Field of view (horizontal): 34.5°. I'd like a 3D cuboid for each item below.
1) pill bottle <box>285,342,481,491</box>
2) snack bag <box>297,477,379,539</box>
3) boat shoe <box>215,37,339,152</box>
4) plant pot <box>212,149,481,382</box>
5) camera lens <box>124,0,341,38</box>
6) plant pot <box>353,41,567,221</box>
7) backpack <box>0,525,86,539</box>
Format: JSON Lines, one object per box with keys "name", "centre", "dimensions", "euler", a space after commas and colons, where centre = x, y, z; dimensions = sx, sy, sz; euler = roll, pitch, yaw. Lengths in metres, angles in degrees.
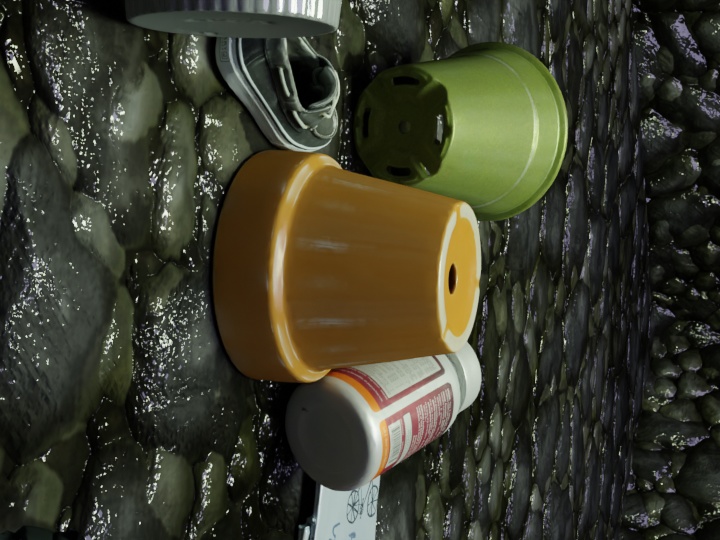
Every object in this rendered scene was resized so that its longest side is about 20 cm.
{"name": "pill bottle", "centre": [0.028, 0.127, 1.122], "dimensions": [0.199, 0.109, 0.111], "euler": [-22, 114, -50]}
{"name": "snack bag", "centre": [-0.021, 0.259, 1.197], "dimensions": [0.188, 0.021, 0.202], "euler": [18, 77, -69]}
{"name": "boat shoe", "centre": [-0.052, -0.150, 0.987], "dimensions": [0.200, 0.070, 0.073], "euler": [32, 63, -67]}
{"name": "plant pot", "centre": [0.000, 0.000, 0.991], "dimensions": [0.200, 0.182, 0.202], "euler": [3, 90, -68]}
{"name": "camera lens", "centre": [-0.083, -0.265, 0.772], "dimensions": [0.160, 0.159, 0.202], "euler": [-9, 101, -68]}
{"name": "plant pot", "centre": [0.092, -0.149, 1.238], "dimensions": [0.189, 0.199, 0.202], "euler": [-8, 101, -56]}
{"name": "backpack", "centre": [-0.167, 0.243, 0.601], "dimensions": [0.162, 0.168, 0.200], "euler": [33, 17, -27]}
